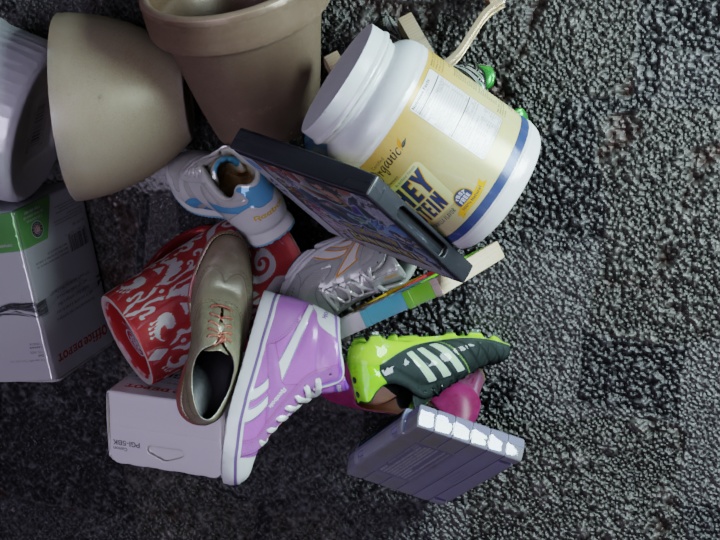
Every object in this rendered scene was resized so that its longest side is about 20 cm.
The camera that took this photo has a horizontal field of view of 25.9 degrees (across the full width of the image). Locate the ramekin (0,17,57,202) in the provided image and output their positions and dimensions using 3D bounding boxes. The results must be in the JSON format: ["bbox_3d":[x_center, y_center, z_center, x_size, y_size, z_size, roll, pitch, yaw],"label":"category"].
[{"bbox_3d":[-0.394,-0.174,1.732,0.097,0.201,0.203,18,113,6],"label":"ramekin"}]

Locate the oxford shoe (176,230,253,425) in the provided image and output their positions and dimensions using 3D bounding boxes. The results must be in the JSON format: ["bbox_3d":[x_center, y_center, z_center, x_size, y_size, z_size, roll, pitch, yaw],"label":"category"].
[{"bbox_3d":[-0.140,0.060,1.588,0.070,0.075,0.203,7,88,-15],"label":"oxford shoe"}]

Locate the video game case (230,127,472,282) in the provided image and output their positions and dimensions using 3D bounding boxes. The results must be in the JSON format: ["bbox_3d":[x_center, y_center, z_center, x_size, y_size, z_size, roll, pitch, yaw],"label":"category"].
[{"bbox_3d":[-0.009,-0.063,1.523,0.199,0.181,0.026,23,78,43],"label":"video game case"}]

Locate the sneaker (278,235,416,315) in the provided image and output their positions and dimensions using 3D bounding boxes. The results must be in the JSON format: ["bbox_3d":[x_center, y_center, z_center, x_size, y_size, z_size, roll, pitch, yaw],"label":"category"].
[{"bbox_3d":[0.000,0.000,1.639,0.200,0.092,0.076,-43,127,-6],"label":"sneaker"}]

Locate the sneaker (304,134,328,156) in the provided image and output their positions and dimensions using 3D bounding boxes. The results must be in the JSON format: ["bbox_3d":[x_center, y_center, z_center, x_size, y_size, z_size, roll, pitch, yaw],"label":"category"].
[{"bbox_3d":[0.030,-0.093,1.627,0.198,0.078,0.091,18,77,-3],"label":"sneaker"}]

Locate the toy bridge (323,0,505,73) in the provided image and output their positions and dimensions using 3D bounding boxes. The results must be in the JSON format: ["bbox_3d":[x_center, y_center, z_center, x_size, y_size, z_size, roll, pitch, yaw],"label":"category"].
[{"bbox_3d":[0.059,-0.225,1.570,0.198,0.027,0.068,-29,78,-5],"label":"toy bridge"}]

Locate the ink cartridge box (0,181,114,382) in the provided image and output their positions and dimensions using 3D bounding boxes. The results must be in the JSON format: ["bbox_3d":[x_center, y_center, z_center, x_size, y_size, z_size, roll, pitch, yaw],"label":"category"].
[{"bbox_3d":[-0.370,0.013,1.805,0.083,0.146,0.203,-4,105,23],"label":"ink cartridge box"}]

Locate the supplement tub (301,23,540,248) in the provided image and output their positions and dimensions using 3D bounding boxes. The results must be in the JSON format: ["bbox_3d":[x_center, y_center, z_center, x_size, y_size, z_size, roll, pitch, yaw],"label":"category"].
[{"bbox_3d":[0.057,-0.129,1.497,0.199,0.145,0.145,33,117,-12],"label":"supplement tub"}]

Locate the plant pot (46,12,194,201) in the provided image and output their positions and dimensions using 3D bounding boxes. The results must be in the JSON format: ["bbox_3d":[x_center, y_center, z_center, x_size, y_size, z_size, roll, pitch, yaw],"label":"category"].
[{"bbox_3d":[-0.251,-0.183,1.688,0.133,0.201,0.203,-6,106,1],"label":"plant pot"}]

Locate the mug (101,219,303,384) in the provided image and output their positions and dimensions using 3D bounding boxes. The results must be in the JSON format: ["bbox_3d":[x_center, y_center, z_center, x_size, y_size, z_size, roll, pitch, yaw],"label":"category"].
[{"bbox_3d":[-0.175,0.029,1.703,0.134,0.199,0.177,62,159,-7],"label":"mug"}]

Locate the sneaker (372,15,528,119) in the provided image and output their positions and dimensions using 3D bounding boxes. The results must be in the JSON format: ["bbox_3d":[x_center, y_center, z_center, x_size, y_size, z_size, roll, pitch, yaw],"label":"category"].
[{"bbox_3d":[0.090,-0.194,1.614,0.200,0.078,0.085,43,101,1],"label":"sneaker"}]

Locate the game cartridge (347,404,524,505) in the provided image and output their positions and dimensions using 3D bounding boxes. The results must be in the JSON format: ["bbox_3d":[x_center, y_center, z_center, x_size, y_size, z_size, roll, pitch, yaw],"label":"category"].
[{"bbox_3d":[0.075,0.198,1.678,0.128,0.039,0.200,24,152,-13],"label":"game cartridge"}]

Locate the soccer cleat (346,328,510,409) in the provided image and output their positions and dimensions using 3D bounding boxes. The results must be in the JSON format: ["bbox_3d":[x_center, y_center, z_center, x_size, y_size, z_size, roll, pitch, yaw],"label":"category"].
[{"bbox_3d":[0.073,0.104,1.653,0.067,0.198,0.082,-14,79,59],"label":"soccer cleat"}]

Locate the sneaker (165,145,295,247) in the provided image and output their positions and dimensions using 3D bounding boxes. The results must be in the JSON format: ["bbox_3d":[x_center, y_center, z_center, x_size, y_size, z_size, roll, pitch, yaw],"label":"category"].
[{"bbox_3d":[-0.146,-0.097,1.658,0.199,0.076,0.081,26,150,46],"label":"sneaker"}]

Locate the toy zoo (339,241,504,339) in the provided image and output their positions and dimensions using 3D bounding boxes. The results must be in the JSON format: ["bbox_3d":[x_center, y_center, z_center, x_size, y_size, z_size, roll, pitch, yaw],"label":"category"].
[{"bbox_3d":[0.043,0.029,1.647,0.199,0.131,0.021,-25,92,39],"label":"toy zoo"}]

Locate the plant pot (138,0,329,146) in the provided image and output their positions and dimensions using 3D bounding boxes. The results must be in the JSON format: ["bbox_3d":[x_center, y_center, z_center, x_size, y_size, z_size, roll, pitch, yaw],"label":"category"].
[{"bbox_3d":[-0.115,-0.229,1.626,0.198,0.201,0.176,1,126,20],"label":"plant pot"}]

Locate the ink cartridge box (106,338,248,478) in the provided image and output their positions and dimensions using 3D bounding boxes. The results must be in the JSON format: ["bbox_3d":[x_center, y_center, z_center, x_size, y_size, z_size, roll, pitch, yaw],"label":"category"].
[{"bbox_3d":[-0.174,0.144,1.742,0.145,0.200,0.084,6,109,18],"label":"ink cartridge box"}]

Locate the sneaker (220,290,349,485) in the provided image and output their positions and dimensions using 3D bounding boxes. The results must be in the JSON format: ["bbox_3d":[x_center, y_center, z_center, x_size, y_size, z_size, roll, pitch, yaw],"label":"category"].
[{"bbox_3d":[-0.074,0.132,1.599,0.113,0.073,0.203,17,92,-1],"label":"sneaker"}]

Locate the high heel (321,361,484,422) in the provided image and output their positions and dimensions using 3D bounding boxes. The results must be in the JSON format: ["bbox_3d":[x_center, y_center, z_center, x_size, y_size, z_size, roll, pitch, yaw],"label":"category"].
[{"bbox_3d":[0.036,0.142,1.715,0.198,0.096,0.068,-7,120,22],"label":"high heel"}]
